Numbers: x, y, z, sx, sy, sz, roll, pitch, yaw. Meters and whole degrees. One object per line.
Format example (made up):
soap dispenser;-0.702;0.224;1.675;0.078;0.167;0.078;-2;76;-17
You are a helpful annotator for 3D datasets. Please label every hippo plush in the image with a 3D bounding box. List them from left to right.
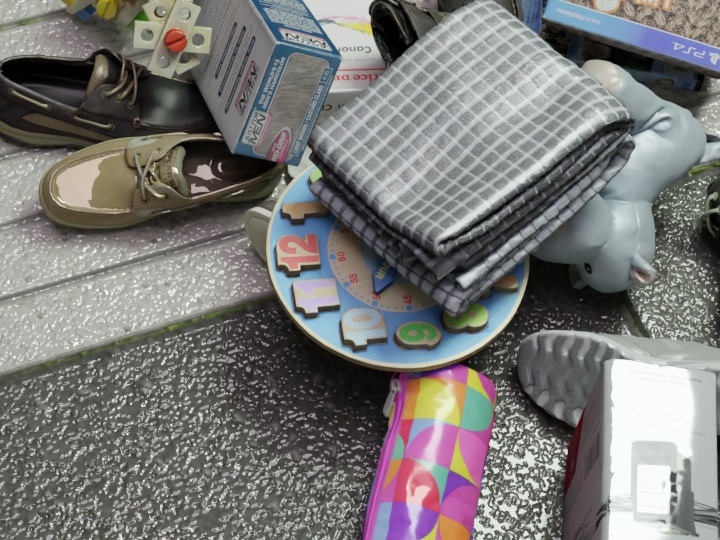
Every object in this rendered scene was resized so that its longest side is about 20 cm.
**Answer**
hippo plush;0.189;-0.066;1.409;0.200;0.159;0.161;21;85;-27

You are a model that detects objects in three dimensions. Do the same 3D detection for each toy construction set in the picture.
toy construction set;-0.176;-0.238;1.450;0.131;0.092;0.200;-49;35;3

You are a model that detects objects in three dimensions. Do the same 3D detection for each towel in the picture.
towel;0.077;-0.090;1.285;0.200;0.086;0.166;-39;62;-14

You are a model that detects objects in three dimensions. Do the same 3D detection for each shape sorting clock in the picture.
shape sorting clock;0.028;-0.015;1.324;0.200;0.039;0.200;1;60;-1

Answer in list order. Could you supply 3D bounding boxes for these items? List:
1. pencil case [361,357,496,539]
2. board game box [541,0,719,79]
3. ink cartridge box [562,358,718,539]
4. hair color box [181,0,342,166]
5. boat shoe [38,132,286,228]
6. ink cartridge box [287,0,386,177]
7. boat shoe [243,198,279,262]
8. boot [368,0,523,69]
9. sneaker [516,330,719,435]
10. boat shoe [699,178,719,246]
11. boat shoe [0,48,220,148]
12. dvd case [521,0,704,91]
pencil case;0.043;0.159;1.279;0.088;0.088;0.200;9;58;2
board game box;0.258;-0.280;1.477;0.159;0.097;0.200;18;96;7
ink cartridge box;0.193;0.186;1.236;0.083;0.145;0.200;8;58;-2
hair color box;-0.085;-0.175;1.416;0.060;0.100;0.200;11;27;-26
boat shoe;-0.157;-0.078;1.409;0.200;0.065;0.072;-7;84;-12
ink cartridge box;-0.013;-0.177;1.489;0.116;0.068;0.200;-3;58;-7
boat shoe;0.000;0.000;1.380;0.200;0.072;0.060;33;59;17
boot;0.068;-0.202;1.450;0.174;0.069;0.200;10;52;-51
sneaker;0.219;0.087;1.356;0.200;0.082;0.075;11;103;14
boat shoe;0.310;-0.045;1.437;0.064;0.071;0.200;17;51;5
boat shoe;-0.209;-0.139;1.448;0.200;0.073;0.075;0;58;-4
dvd case;0.212;-0.235;1.572;0.200;0.018;0.143;10;58;3
